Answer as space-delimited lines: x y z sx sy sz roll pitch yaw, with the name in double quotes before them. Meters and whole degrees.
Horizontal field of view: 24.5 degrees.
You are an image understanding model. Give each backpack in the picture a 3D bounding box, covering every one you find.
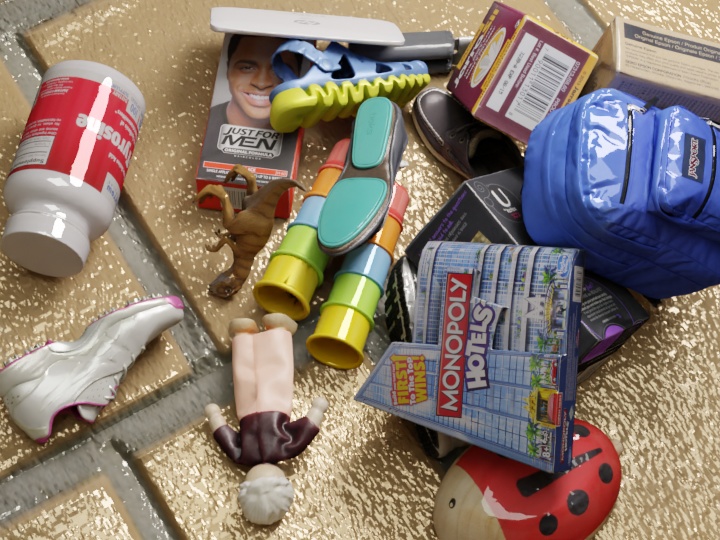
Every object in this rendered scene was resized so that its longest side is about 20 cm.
"backpack" 0.258 -0.085 1.536 0.199 0.168 0.164 19 63 -25

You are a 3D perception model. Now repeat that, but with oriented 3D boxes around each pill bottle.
"pill bottle" -0.292 -0.101 1.665 0.111 0.112 0.201 11 62 3

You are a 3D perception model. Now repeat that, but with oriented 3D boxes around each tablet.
"tablet" -0.057 -0.256 1.729 0.198 0.014 0.130 3 16 -6

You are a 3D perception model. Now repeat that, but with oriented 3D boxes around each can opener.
"can opener" 0.085 -0.227 1.788 0.198 0.053 0.067 1 60 -2

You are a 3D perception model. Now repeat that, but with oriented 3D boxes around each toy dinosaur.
"toy dinosaur" -0.102 -0.057 1.618 0.060 0.200 0.106 -25 66 -41

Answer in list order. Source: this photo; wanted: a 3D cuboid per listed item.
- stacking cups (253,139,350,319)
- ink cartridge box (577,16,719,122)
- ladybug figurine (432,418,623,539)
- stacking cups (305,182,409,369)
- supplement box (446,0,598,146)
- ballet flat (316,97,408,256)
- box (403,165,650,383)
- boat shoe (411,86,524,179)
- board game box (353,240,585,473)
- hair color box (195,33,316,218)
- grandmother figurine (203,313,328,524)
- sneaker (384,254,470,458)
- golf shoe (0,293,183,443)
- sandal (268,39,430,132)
"stacking cups" -0.047 -0.048 1.676 0.060 0.061 0.201 18 58 7
"ink cartridge box" 0.287 -0.150 1.658 0.163 0.200 0.076 12 57 -14
"ladybug figurine" 0.162 0.202 1.541 0.199 0.072 0.136 -28 74 -18
"stacking cups" 0.000 0.000 1.662 0.060 0.061 0.201 15 58 5
"supplement box" 0.159 -0.199 1.674 0.085 0.200 0.111 28 100 -11
"ballet flat" 0.009 -0.080 1.642 0.072 0.073 0.201 13 55 4
"box" 0.160 0.013 1.595 0.200 0.106 0.122 52 33 15
"boat shoe" 0.126 -0.126 1.728 0.072 0.065 0.200 -30 66 -15
"board game box" 0.097 0.074 1.510 0.198 0.062 0.202 3 88 24
"hair color box" -0.107 -0.159 1.736 0.101 0.061 0.201 7 61 1
"grandmother figurine" -0.088 0.143 1.578 0.120 0.061 0.201 -12 62 22
"sneaker" 0.078 0.079 1.611 0.079 0.074 0.202 -11 77 -16
"golf shoe" -0.251 0.093 1.594 0.199 0.075 0.092 -27 81 -14
"sandal" -0.015 -0.202 1.707 0.199 0.079 0.088 -9 69 -36
